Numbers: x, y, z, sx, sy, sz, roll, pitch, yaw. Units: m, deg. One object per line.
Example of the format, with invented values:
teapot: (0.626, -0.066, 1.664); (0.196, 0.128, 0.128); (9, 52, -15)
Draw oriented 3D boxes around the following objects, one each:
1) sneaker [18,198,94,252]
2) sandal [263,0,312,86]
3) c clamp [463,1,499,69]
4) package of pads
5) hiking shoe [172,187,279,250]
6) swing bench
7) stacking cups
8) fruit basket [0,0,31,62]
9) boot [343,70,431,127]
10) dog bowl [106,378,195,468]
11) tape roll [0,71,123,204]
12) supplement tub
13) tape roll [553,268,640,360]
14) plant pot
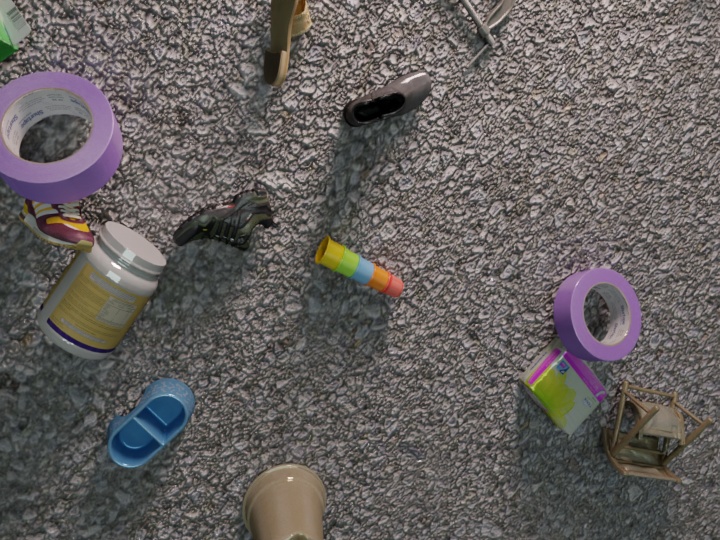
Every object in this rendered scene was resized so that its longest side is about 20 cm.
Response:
sneaker: (-0.495, -0.099, 0.876); (0.074, 0.195, 0.093); (22, 92, -60)
sandal: (-0.121, -0.443, 0.959); (0.068, 0.077, 0.220); (-4, 115, -45)
c clamp: (0.223, -0.537, 1.035); (0.170, 0.027, 0.202); (-40, 110, -2)
package of pads: (0.494, 0.284, 1.292); (0.155, 0.068, 0.200); (-45, 109, -1)
hiking shoe: (-0.252, -0.076, 0.999); (0.194, 0.076, 0.104); (-25, 106, -8)
swing bench: (0.747, 0.419, 1.366); (0.192, 0.130, 0.207); (13, 106, -18)
stacking cups: (0.000, 0.000, 1.101); (0.196, 0.060, 0.062); (28, 96, -24)
fruit basket: (-0.640, -0.407, 0.820); (0.183, 0.094, 0.203); (-35, 94, -4)
boot: (0.065, -0.316, 0.993); (0.195, 0.132, 0.072); (-29, 109, -6)
dog bowl: (-0.422, 0.310, 1.065); (0.199, 0.050, 0.112); (-42, 110, -2)
tape roll: (-0.491, -0.214, 0.852); (0.191, 0.066, 0.208); (4, 67, -10)
supplement tub: (-0.451, 0.034, 0.937); (0.144, 0.145, 0.202); (37, 93, -20)
tape roll: (0.544, 0.102, 1.220); (0.192, 0.065, 0.209); (3, 81, -16)
plant pot: (-0.152, 0.558, 1.128); (0.192, 0.184, 0.209); (-4, 106, -13)
